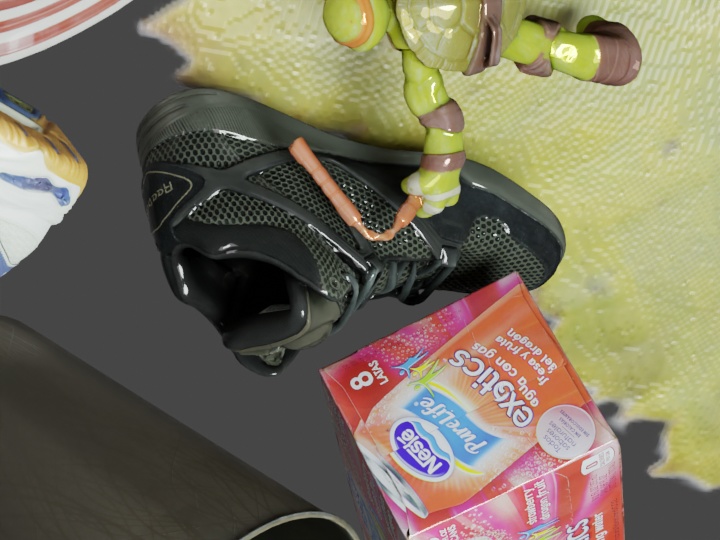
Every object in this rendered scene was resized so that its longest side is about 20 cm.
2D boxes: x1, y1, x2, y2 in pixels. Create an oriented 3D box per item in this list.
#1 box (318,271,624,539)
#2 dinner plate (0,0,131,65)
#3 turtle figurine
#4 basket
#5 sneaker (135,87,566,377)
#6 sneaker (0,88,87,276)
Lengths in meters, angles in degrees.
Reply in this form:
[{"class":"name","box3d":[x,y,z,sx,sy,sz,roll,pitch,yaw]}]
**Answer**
[{"class":"box","box3d":[0.054,0.103,1.079,0.100,0.096,0.200,-26,150,-7]},{"class":"dinner plate","box3d":[-0.099,-0.149,0.909,0.200,0.024,0.200,-38,168,-9]},{"class":"turtle figurine","box3d":[0.043,-0.120,1.002,0.161,0.064,0.201,-10,89,-33]},{"class":"basket","box3d":[-0.116,0.115,0.983,0.136,0.200,0.181,-4,124,-47]},{"class":"sneaker","box3d":[0.000,0.000,1.029,0.199,0.114,0.076,16,141,-27]},{"class":"sneaker","box3d":[-0.204,-0.053,0.950,0.200,0.075,0.088,33,101,-31]}]
